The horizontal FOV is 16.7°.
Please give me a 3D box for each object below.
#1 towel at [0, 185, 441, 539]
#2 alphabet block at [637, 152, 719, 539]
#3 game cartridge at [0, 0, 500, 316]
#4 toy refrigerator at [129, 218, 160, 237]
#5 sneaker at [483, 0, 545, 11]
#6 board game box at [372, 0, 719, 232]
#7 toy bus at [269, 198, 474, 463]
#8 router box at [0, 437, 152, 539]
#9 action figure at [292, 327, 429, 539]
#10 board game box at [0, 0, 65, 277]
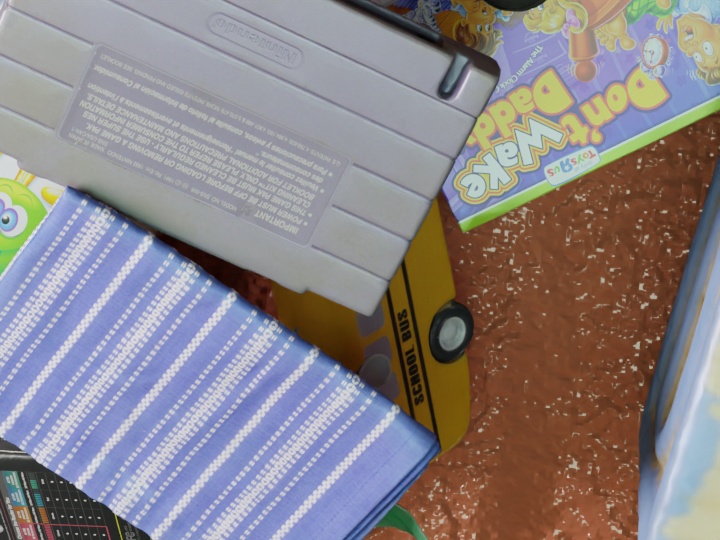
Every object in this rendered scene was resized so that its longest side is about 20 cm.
[{"bbox_3d":[-0.080,0.065,1.081,0.200,0.024,0.145,34,127,-10],"label":"towel"},{"bbox_3d":[0.247,0.047,1.132,0.199,0.197,0.196,15,110,2],"label":"alphabet block"},{"bbox_3d":[-0.058,-0.073,1.031,0.199,0.038,0.130,25,116,-10],"label":"game cartridge"},{"bbox_3d":[-0.130,-0.035,1.216,0.070,0.076,0.201,30,109,-3],"label":"toy refrigerator"},{"bbox_3d":[0.033,-0.210,1.103,0.066,0.090,0.201,-22,85,16],"label":"sneaker"},{"bbox_3d":[0.108,-0.123,1.173,0.199,0.045,0.135,-26,102,14],"label":"board game box"},{"bbox_3d":[0.000,0.000,1.189,0.078,0.065,0.201,-31,124,-29],"label":"toy bus"},{"bbox_3d":[-0.155,0.121,1.225,0.149,0.062,0.200,2,143,6],"label":"router box"},{"bbox_3d":[-0.039,0.077,1.184,0.055,0.200,0.119,-33,102,-28],"label":"action figure"},{"bbox_3d":[-0.147,-0.073,1.108,0.200,0.105,0.103,-37,106,17],"label":"board game box"}]
